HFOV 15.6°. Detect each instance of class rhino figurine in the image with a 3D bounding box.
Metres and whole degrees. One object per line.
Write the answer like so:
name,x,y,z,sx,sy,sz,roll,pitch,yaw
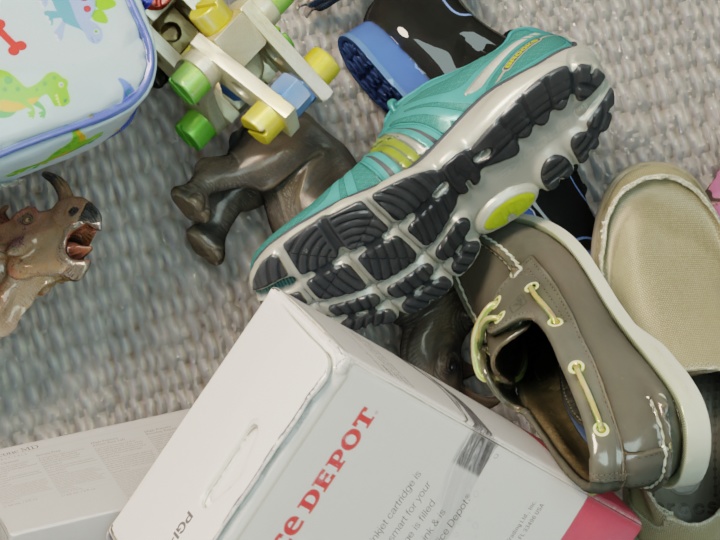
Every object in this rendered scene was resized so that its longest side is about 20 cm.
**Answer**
rhino figurine,0.000,0.000,1.315,0.200,0.060,0.088,43,69,-10

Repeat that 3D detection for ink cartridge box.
ink cartridge box,0.006,0.120,1.209,0.200,0.085,0.146,30,97,-35

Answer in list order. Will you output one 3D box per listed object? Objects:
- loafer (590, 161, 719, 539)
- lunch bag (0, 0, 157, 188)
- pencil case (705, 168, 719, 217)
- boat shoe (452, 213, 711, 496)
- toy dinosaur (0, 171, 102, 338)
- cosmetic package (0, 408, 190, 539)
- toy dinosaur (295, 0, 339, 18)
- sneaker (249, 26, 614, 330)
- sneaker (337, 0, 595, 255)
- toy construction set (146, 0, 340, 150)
loafer,0.156,0.043,1.262,0.075,0.068,0.201,-6,81,-6
lunch bag,-0.188,-0.135,1.182,0.160,0.082,0.201,-23,88,-16
pencil case,0.181,0.023,1.345,0.083,0.087,0.200,33,79,14
boat shoe,0.088,0.036,1.230,0.060,0.202,0.072,-11,125,-23
toy dinosaur,-0.227,0.012,1.252,0.199,0.086,0.136,9,78,-2
cosmetic package,-0.082,0.107,1.261,0.199,0.083,0.051,-11,118,-20
toy dinosaur,-0.040,-0.225,1.335,0.200,0.105,0.182,-12,73,-51
sneaker,0.031,-0.044,1.264,0.200,0.080,0.078,-36,128,-4
sneaker,0.079,-0.068,1.334,0.078,0.070,0.200,-42,97,-12
toy construction set,-0.098,-0.142,1.265,0.092,0.131,0.200,-33,94,-14
